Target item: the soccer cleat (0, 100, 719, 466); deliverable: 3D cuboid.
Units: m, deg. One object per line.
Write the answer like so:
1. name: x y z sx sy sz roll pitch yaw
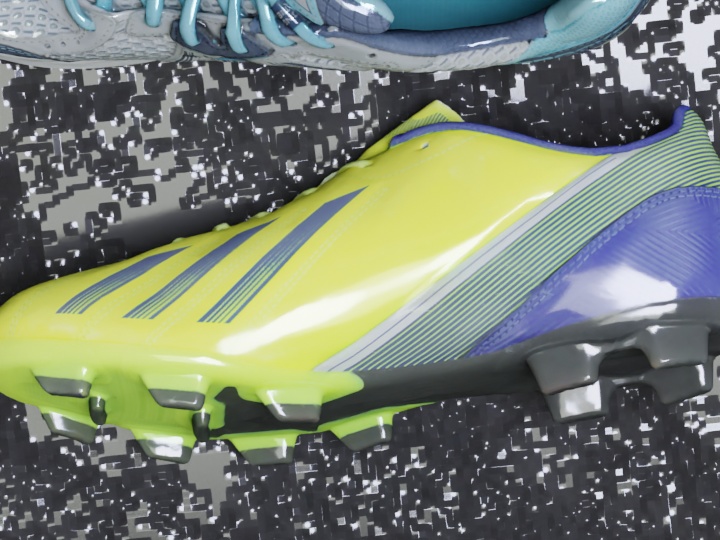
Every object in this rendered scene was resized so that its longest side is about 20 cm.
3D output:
1. soccer cleat: 0.000 0.000 0.775 0.199 0.065 0.084 -6 72 4

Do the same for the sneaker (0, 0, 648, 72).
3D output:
1. sneaker: -0.022 -0.085 0.734 0.199 0.086 0.078 -1 101 -1
